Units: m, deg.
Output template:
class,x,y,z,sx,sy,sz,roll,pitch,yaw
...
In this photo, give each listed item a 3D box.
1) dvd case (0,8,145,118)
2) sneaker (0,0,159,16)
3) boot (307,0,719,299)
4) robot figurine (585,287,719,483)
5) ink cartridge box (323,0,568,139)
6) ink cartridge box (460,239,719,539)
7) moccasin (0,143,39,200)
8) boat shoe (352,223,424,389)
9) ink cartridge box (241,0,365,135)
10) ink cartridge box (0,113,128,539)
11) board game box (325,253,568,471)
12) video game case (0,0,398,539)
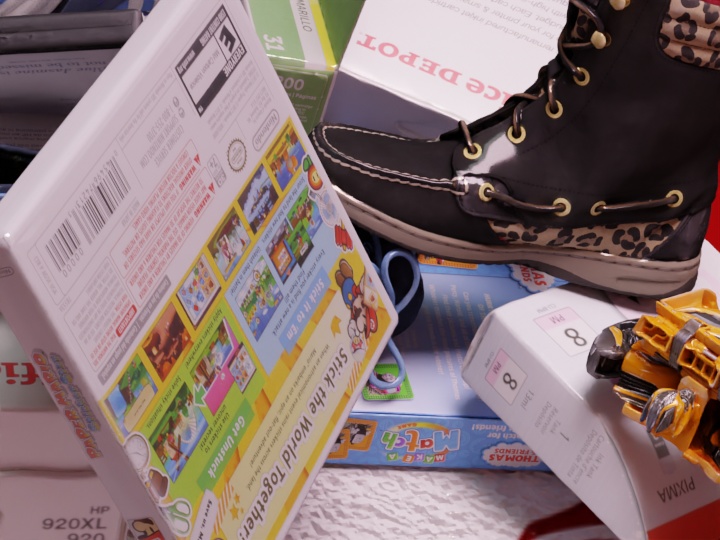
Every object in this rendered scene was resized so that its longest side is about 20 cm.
class,x,y,z,sx,sy,sz,roll,pitch,yaw
dvd case,-0.153,-0.073,1.043,0.142,0.200,0.018,-4,78,2
sneaker,-0.126,-0.178,1.265,0.199,0.081,0.146,-21,-4,13
boot,0.082,-0.076,1.059,0.199,0.151,0.073,15,27,-11
robot figurine,0.192,0.047,1.031,0.199,0.059,0.145,-3,30,-45
ink cartridge box,0.069,-0.125,1.218,0.147,0.086,0.201,24,56,5
ink cartridge box,0.167,0.078,1.077,0.162,0.057,0.200,-16,49,-44
moccasin,-0.185,-0.045,0.919,0.199,0.069,0.081,13,36,2
boat shoe,0.000,0.000,1.089,0.068,0.084,0.200,17,39,2
ink cartridge box,-0.038,-0.138,1.127,0.048,0.201,0.146,6,37,-18
ink cartridge box,-0.178,0.048,0.978,0.146,0.145,0.201,1,37,-14
board game box,0.025,0.034,1.149,0.199,0.037,0.152,3,37,-11
video game case,-0.059,0.007,0.912,0.023,0.183,0.200,-12,30,29
